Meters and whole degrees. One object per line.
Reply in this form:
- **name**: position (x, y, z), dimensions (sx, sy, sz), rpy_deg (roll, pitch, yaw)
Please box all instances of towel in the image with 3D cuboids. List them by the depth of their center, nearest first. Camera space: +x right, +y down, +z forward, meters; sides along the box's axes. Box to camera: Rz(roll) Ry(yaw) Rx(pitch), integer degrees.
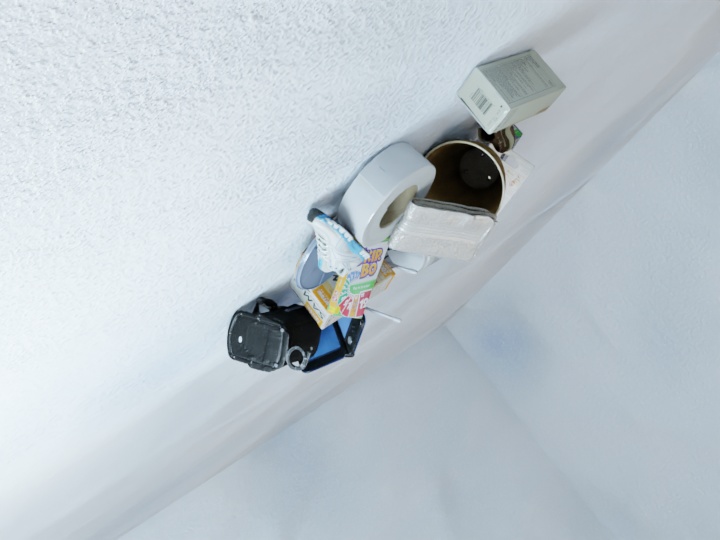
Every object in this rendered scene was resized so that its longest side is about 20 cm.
- **towel**: position (0.163, -0.077, 1.479), dimensions (0.198, 0.035, 0.133), rpy_deg (7, 137, -21)

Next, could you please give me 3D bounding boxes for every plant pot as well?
- **plant pot**: position (0.234, -0.198, 1.590), dimensions (0.186, 0.186, 0.200), rpy_deg (-46, 178, 29)

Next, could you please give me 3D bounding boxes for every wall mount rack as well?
- **wall mount rack**: position (0.040, 0.034, 1.747), dimensions (0.074, 0.173, 0.202), rpy_deg (16, 93, -33)

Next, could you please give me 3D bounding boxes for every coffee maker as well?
- **coffee maker**: position (-0.161, 0.151, 1.606), dimensions (0.135, 0.192, 0.200), rpy_deg (-57, 164, 15)

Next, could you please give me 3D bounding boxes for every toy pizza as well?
- **toy pizza**: position (-0.065, -0.046, 1.507), dimensions (0.200, 0.032, 0.201), rpy_deg (-44, 161, -20)

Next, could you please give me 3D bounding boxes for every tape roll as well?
- **tape roll**: position (0.049, -0.142, 1.408), dimensions (0.202, 0.071, 0.203), rpy_deg (-42, 164, -15)

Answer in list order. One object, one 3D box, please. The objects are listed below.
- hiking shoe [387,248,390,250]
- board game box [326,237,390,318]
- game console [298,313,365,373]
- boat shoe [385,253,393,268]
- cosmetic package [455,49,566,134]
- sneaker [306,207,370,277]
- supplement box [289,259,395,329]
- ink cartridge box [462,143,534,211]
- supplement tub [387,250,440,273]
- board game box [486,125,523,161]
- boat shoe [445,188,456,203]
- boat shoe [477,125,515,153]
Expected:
- **hiking shoe**: position (0.074, -0.077, 1.641), dimensions (0.199, 0.086, 0.075), rpy_deg (-18, 122, -37)
- **board game box**: position (0.000, 0.000, 1.545), dimensions (0.095, 0.030, 0.202), rpy_deg (10, 101, -50)
- **game console**: position (-0.084, 0.109, 1.734), dimensions (0.117, 0.201, 0.172), rpy_deg (1, 129, -23)
- **boat shoe**: position (0.115, -0.059, 1.953), dimensions (0.198, 0.073, 0.071), rpy_deg (-24, 173, -15)
- **cosmetic package**: position (0.280, -0.332, 1.381), dimensions (0.199, 0.106, 0.071), rpy_deg (-25, 163, -40)
- **sneaker**: position (-0.053, -0.041, 1.392), dimensions (0.087, 0.075, 0.200), rpy_deg (-48, 144, -1)
- **supplement box**: position (-0.039, 0.020, 1.641), dimensions (0.199, 0.126, 0.074), rpy_deg (-31, 165, -32)
- **ink cartridge box**: position (0.291, -0.206, 1.762), dimensions (0.161, 0.050, 0.201), rpy_deg (24, 109, -36)
- **supplement tub**: position (0.171, -0.088, 1.837), dimensions (0.199, 0.132, 0.132), rpy_deg (-27, 163, -38)
- **board game box**: position (0.307, -0.261, 1.838), dimensions (0.135, 0.035, 0.200), rpy_deg (-34, 166, -24)
- **boat shoe**: position (0.194, -0.126, 1.666), dimensions (0.071, 0.202, 0.068), rpy_deg (17, 136, -33)
- **boat shoe**: position (0.280, -0.300, 1.580), dimensions (0.074, 0.075, 0.202), rpy_deg (-28, 159, 0)
